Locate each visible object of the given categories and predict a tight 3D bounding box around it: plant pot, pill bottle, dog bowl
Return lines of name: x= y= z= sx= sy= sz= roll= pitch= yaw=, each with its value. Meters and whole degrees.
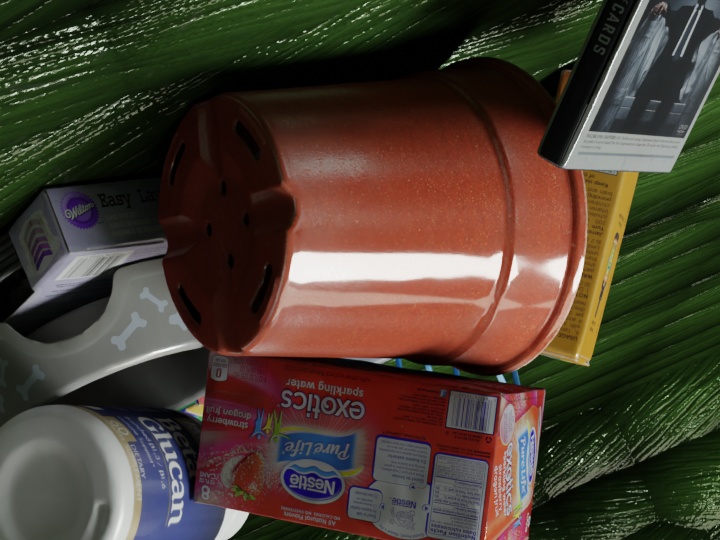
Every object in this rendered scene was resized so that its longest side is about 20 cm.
plant pot: x=-0.003 y=-0.029 z=0.957 sx=0.194 sy=0.202 sz=0.201 roll=-4 pitch=157 yaw=-35
pill bottle: x=-0.149 y=0.144 z=1.038 sx=0.111 sy=0.112 sz=0.200 roll=-29 pitch=165 yaw=18
dog bowl: x=-0.161 y=0.060 z=1.059 sx=0.199 sy=0.059 sz=0.200 roll=-21 pitch=164 yaw=-6

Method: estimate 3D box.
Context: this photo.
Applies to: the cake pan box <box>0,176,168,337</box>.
cake pan box: x=-0.165 y=0.001 z=1.059 sx=0.199 sy=0.053 sz=0.184 roll=-11 pitch=159 yaw=-42

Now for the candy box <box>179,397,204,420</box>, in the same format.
candy box: x=-0.209 y=0.134 z=1.409 sx=0.199 sy=0.077 sz=0.169 roll=-28 pitch=165 yaw=9

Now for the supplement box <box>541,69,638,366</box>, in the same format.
supplement box: x=0.155 y=-0.036 z=1.148 sx=0.068 sy=0.201 sz=0.067 roll=11 pitch=176 yaw=18

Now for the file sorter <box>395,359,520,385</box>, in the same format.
file sorter: x=0.017 y=0.070 z=1.234 sx=0.199 sy=0.123 sz=0.139 roll=-15 pitch=144 yaw=10

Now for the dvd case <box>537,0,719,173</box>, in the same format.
dvd case: x=0.183 y=-0.150 z=0.915 sx=0.150 sy=0.025 sz=0.201 roll=-4 pitch=122 yaw=-55

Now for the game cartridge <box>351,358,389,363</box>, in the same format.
game cartridge: x=0.000 y=0.000 z=1.147 sx=0.199 sy=0.134 sz=0.040 roll=-24 pitch=171 yaw=4

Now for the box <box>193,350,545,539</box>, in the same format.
box: x=0.005 y=0.109 z=0.999 sx=0.199 sy=0.100 sz=0.095 roll=7 pitch=180 yaw=23
